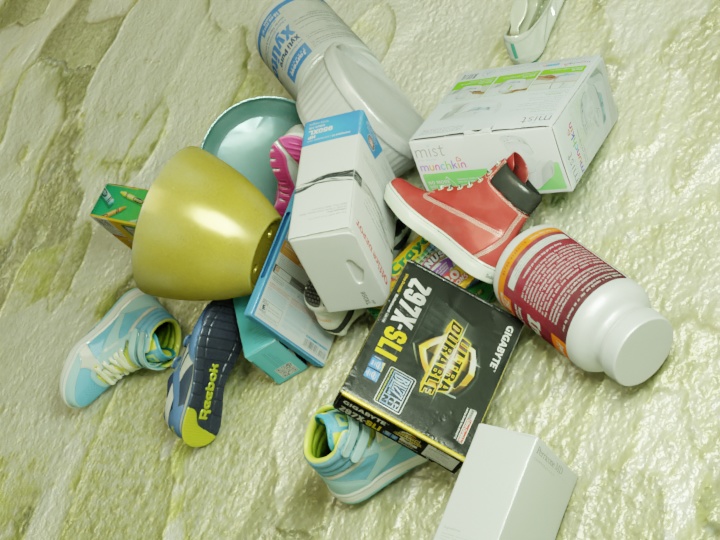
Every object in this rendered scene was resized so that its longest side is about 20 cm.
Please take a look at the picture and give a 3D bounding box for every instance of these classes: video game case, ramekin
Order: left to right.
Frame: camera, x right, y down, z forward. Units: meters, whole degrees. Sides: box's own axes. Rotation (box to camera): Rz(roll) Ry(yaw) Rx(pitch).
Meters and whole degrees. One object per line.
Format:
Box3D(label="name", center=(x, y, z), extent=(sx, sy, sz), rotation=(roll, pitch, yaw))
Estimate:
Box3D(label="video game case", center=(-0.063, 0.002, 1.696), extent=(0.018, 0.143, 0.201), rotation=(-2, 60, 45))
Box3D(label="ramekin", center=(0.001, -0.200, 1.759), extent=(0.094, 0.202, 0.203), rotation=(-41, 45, 20))

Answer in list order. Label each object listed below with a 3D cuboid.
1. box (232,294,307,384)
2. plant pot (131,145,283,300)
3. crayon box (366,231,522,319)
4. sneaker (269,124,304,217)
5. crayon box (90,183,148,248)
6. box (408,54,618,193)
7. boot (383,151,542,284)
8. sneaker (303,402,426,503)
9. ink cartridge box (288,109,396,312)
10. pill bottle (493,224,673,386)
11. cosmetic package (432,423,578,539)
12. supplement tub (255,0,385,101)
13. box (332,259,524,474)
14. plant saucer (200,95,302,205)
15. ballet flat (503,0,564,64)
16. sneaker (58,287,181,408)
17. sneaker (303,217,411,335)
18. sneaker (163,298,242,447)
Box3D(label="box", center=(-0.129, 0.046, 1.756), extent=(0.049, 0.082, 0.201), rotation=(-30, 48, 15))
Box3D(label="plant pot", center=(-0.180, -0.043, 1.686), extent=(0.141, 0.200, 0.201), rotation=(18, 71, 16))
Box3D(label="crayon box", center=(0.107, 0.008, 1.630), extent=(0.200, 0.058, 0.119), rotation=(-46, 46, 1))
Box3D(label="sneaker", center=(-0.076, -0.109, 1.775), extent=(0.081, 0.201, 0.088), rotation=(14, 37, 9))
Box3D(label="crayon box", center=(-0.279, -0.060, 1.901), extent=(0.199, 0.119, 0.059), rotation=(11, 67, 39))
Box3D(label="box", center=(0.190, -0.176, 1.625), extent=(0.199, 0.097, 0.177), rotation=(-2, 35, 34))
Box3D(label="boot", center=(0.124, -0.094, 1.570), extent=(0.200, 0.072, 0.145), rotation=(38, 105, 37))
Box3D(label="sneaker", center=(0.023, 0.177, 1.514), extent=(0.200, 0.131, 0.080), rotation=(-40, 46, 3))
Box3D(label="ink cartridge box", center=(-0.017, -0.071, 1.613), extent=(0.084, 0.145, 0.201), rotation=(-10, 47, 18))
Box3D(label="pill bottle", center=(0.248, 0.040, 1.468), extent=(0.113, 0.113, 0.200), rotation=(-47, 45, -1))
Box3D(label="cosmetic package", center=(0.143, 0.276, 1.386), extent=(0.081, 0.113, 0.201), rotation=(11, 70, 40))
Box3D(label="supplement tub", center=(-0.061, -0.306, 1.912), extent=(0.132, 0.132, 0.200), rotation=(-41, 44, 5))
Box3D(label="box", center=(0.080, 0.106, 1.498), extent=(0.159, 0.049, 0.201), rotation=(28, 57, 2))
Box3D(label="plant saucer", center=(-0.129, -0.141, 1.835), extent=(0.200, 0.200, 0.036), rotation=(-51, 12, -5))
Box3D(label="ballet flat", center=(0.242, -0.373, 1.787), extent=(0.069, 0.069, 0.201), rotation=(5, 64, 38))
Box3D(label="sneaker", center=(-0.333, 0.126, 1.852), extent=(0.130, 0.080, 0.201), rotation=(30, 81, 45))
Box3D(label="sneaker", center=(0.000, 0.000, 1.707), extent=(0.073, 0.080, 0.200), rotation=(21, 56, 34))
Box3D(label="sneaker", center=(-0.214, 0.128, 1.748), extent=(0.082, 0.074, 0.201), rotation=(11, 83, 53))
